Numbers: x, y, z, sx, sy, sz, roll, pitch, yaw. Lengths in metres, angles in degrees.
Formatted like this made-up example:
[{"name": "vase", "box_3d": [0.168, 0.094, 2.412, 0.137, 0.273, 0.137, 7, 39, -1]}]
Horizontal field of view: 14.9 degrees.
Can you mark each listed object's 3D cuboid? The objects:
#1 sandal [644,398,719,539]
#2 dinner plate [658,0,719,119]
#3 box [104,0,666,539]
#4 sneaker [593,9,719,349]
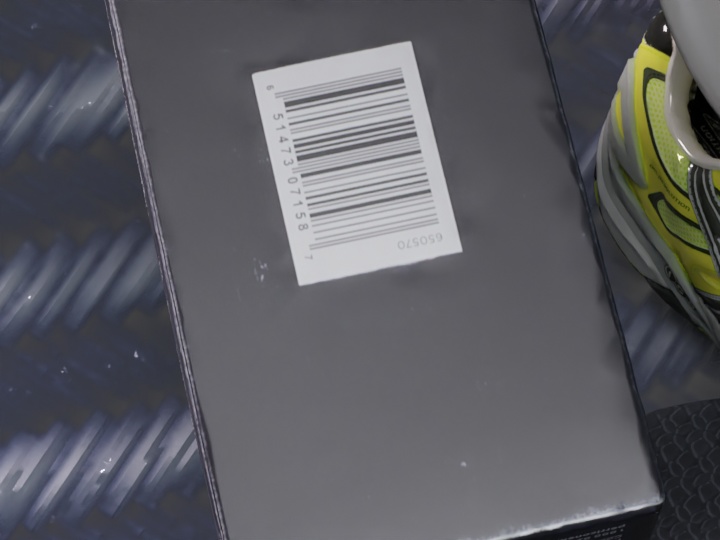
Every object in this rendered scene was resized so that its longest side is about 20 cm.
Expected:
[{"name": "sandal", "box_3d": [0.168, 0.062, 0.776, 0.199, 0.043, 0.076, -2, 48, 10]}, {"name": "dinner plate", "box_3d": [0.164, -0.106, 0.702, 0.199, 0.024, 0.201, -4, 101, -22]}, {"name": "box", "box_3d": [0.000, 0.000, 0.724, 0.104, 0.182, 0.201, -12, 72, -4]}, {"name": "sneaker", "box_3d": [0.128, 0.005, 0.750, 0.075, 0.077, 0.200, -30, 56, -18]}]
